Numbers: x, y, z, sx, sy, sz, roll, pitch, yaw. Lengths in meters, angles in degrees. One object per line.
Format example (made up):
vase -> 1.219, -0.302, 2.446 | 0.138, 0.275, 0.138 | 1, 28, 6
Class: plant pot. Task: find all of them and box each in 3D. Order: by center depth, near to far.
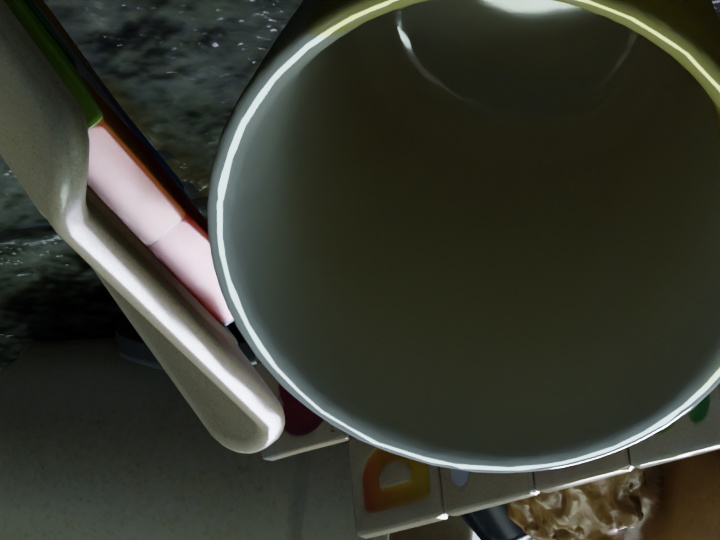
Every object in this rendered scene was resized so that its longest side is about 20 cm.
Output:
plant pot -> -0.058, 0.103, 1.099 | 0.182, 0.201, 0.201 | 3, 159, 12

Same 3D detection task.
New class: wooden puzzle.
wooden puzzle -> -0.091, -0.053, 0.734 | 0.037, 0.185, 0.200 | -36, 154, -4

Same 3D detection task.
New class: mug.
mug -> 0.057, -0.054, 0.746 | 0.186, 0.153, 0.150 | -24, 115, 19

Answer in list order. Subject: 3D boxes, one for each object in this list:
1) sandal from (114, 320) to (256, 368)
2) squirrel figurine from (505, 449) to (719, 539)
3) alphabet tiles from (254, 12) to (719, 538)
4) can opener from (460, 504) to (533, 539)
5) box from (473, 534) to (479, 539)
sandal -> 0.000, 0.000, 1.012 | 0.199, 0.045, 0.075 | -11, -166, 18
squirrel figurine -> 0.129, 0.005, 0.864 | 0.199, 0.142, 0.188 | 6, 112, -8
alphabet tiles -> 0.046, -0.010, 0.845 | 0.199, 0.167, 0.006 | -17, 158, 30
can opener -> 0.073, 0.038, 1.018 | 0.063, 0.079, 0.200 | -18, -168, 37
box -> 0.055, 0.093, 1.268 | 0.144, 0.037, 0.200 | -8, 158, 10
